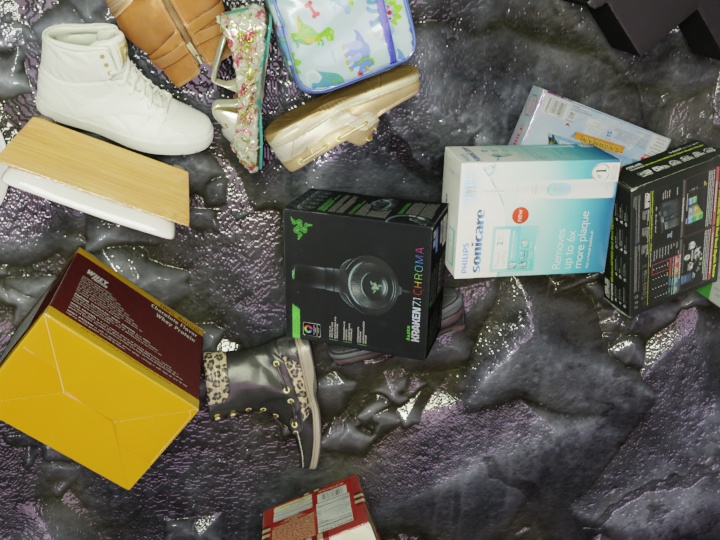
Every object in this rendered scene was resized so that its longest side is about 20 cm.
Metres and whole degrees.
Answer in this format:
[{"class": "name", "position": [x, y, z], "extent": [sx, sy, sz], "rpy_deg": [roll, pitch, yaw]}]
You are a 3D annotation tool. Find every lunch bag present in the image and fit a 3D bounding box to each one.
[{"class": "lunch bag", "position": [-0.027, -0.314, 0.838], "extent": [0.159, 0.083, 0.201], "rpy_deg": [-18, 115, -6]}]

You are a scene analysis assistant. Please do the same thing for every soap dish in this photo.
[{"class": "soap dish", "position": [-0.287, -0.104, 0.840], "extent": [0.199, 0.157, 0.082], "rpy_deg": [19, 91, -18]}]

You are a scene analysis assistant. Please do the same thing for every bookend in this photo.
[{"class": "bookend", "position": [0.383, -0.321, 0.904], "extent": [0.198, 0.092, 0.200], "rpy_deg": [-41, 115, 9]}]

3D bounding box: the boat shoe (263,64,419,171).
[{"class": "boat shoe", "position": [-0.015, -0.182, 0.903], "extent": [0.199, 0.074, 0.070], "rpy_deg": [-23, 120, 7]}]

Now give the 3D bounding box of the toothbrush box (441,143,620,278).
[{"class": "toothbrush box", "position": [0.204, -0.076, 0.931], "extent": [0.198, 0.085, 0.148], "rpy_deg": [-1, 112, -8]}]

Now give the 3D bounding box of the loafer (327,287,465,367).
[{"class": "loafer", "position": [0.055, 0.093, 1.027], "extent": [0.199, 0.072, 0.063], "rpy_deg": [-24, 119, -3]}]

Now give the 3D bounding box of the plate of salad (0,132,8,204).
[{"class": "plate of salad", "position": [-0.504, -0.124, 0.844], "extent": [0.198, 0.048, 0.202], "rpy_deg": [-4, 113, -9]}]

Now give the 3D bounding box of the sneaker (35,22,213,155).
[{"class": "sneaker", "position": [-0.253, -0.202, 0.824], "extent": [0.198, 0.074, 0.116], "rpy_deg": [12, 137, -15]}]

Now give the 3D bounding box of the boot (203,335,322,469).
[{"class": "boot", "position": [-0.131, 0.186, 1.026], "extent": [0.149, 0.073, 0.202], "rpy_deg": [-7, 109, -9]}]

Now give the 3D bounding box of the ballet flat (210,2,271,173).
[{"class": "ballet flat", "position": [-0.139, -0.205, 0.854], "extent": [0.063, 0.076, 0.201], "rpy_deg": [0, 126, -13]}]

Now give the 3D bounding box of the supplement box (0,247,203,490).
[{"class": "supplement box", "position": [-0.306, 0.110, 0.892], "extent": [0.197, 0.200, 0.133], "rpy_deg": [38, 101, -22]}]

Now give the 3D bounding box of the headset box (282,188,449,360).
[{"class": "headset box", "position": [0.000, 0.000, 0.929], "extent": [0.198, 0.093, 0.176], "rpy_deg": [9, 114, 16]}]

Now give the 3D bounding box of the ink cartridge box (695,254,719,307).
[{"class": "ink cartridge box", "position": [0.566, -0.025, 1.032], "extent": [0.083, 0.147, 0.201], "rpy_deg": [28, 104, -19]}]

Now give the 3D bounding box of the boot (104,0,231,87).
[{"class": "boot", "position": [-0.174, -0.310, 0.818], "extent": [0.199, 0.074, 0.155], "rpy_deg": [-29, 119, 13]}]

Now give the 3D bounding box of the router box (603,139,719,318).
[{"class": "router box", "position": [0.401, -0.055, 0.995], "extent": [0.149, 0.062, 0.201], "rpy_deg": [-19, 122, -13]}]

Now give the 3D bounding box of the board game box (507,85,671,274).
[{"class": "board game box", "position": [0.279, -0.116, 0.996], "extent": [0.198, 0.041, 0.201], "rpy_deg": [16, 108, -16]}]

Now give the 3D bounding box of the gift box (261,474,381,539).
[{"class": "gift box", "position": [-0.032, 0.428, 1.091], "extent": [0.183, 0.200, 0.188], "rpy_deg": [-19, 99, 2]}]
